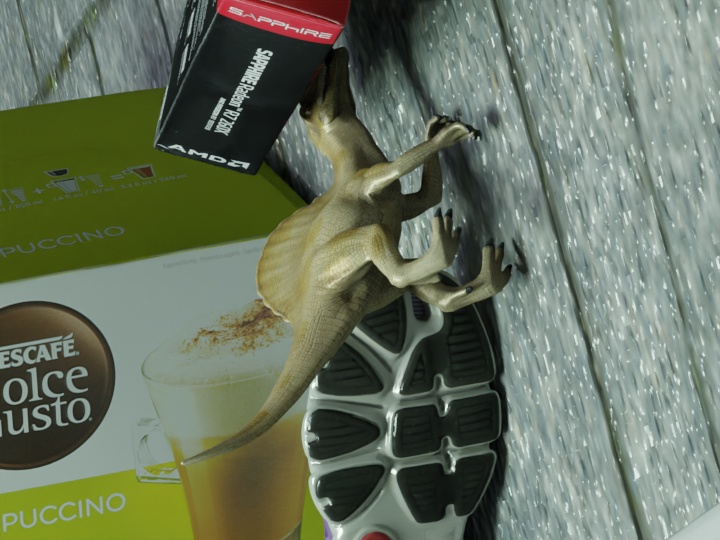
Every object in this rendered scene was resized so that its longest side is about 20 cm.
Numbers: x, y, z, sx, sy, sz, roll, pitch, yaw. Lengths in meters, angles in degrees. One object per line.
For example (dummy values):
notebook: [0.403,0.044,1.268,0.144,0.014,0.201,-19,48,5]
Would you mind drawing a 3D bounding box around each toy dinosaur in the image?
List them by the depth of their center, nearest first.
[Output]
toy dinosaur: [0.000,0.000,1.081,0.058,0.101,0.201,51,-141,-41]

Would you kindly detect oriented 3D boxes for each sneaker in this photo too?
sneaker: [0.007,0.083,1.158,0.083,0.080,0.201,-119,27,-59]

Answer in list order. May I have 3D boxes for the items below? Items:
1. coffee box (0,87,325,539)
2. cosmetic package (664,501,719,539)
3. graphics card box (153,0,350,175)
coffee box: [-0.137,0.045,1.338,0.200,0.199,0.199,-135,40,-57]
cosmetic package: [0.123,0.154,0.666,0.200,0.166,0.168,-40,59,39]
graphics card box: [-0.034,-0.125,1.105,0.200,0.051,0.126,131,151,-71]
